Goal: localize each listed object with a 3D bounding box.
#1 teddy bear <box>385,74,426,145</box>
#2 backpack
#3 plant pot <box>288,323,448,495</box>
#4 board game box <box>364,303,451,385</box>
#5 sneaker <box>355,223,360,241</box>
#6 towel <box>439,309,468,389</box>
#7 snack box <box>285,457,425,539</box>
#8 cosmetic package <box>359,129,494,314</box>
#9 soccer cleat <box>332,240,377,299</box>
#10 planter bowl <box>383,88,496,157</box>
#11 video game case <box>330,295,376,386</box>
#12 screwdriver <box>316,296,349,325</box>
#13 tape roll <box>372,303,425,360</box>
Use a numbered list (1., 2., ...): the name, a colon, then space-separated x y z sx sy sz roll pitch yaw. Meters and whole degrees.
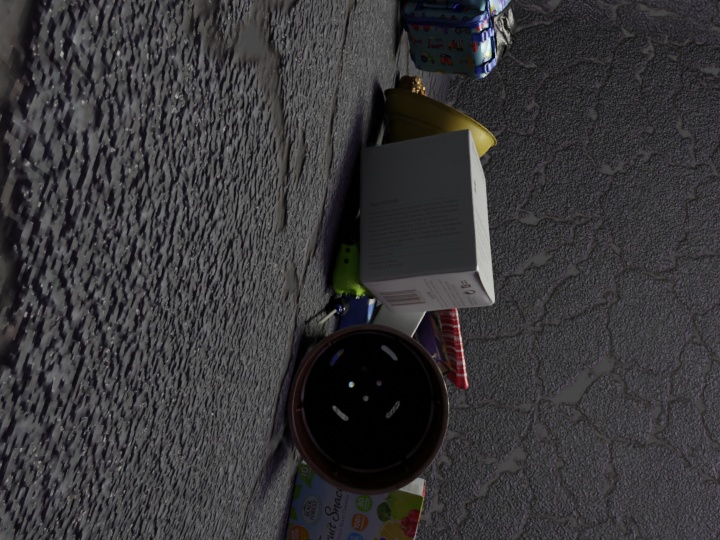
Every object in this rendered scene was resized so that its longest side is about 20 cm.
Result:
1. teddy bear: 0.083 -0.254 1.120 0.146 0.065 0.204 90 15 -69
2. backpack: 0.148 -0.426 0.940 0.136 0.180 0.202 -55 150 -23
3. plant pot: 0.010 0.170 0.824 0.198 0.195 0.206 92 11 -88
4. board game box: 0.081 0.144 1.203 0.057 0.164 0.203 41 26 -37
5. sneaker: 0.031 -0.030 1.056 0.085 0.078 0.200 -41 157 3
6. towel: 0.172 0.117 1.157 0.145 0.022 0.206 138 -56 -88
7. snack box: -0.008 0.375 0.938 0.053 0.195 0.146 -49 152 -76
8. cosmetic package: 0.097 -0.062 0.874 0.167 0.162 0.205 42 44 -63
9. soccer cleat: 0.000 0.000 0.913 0.200 0.066 0.083 17 80 -81
10. planter bowl: 0.110 -0.204 0.962 0.085 0.197 0.200 -64 174 3
11. video game case: -0.011 0.125 1.110 0.181 0.044 0.205 -2 104 -82
12. screwdriver: -0.035 0.059 0.840 0.200 0.028 0.029 -59 161 -84
13. tape roll: 0.083 0.062 1.073 0.205 0.070 0.203 -59 172 -13
